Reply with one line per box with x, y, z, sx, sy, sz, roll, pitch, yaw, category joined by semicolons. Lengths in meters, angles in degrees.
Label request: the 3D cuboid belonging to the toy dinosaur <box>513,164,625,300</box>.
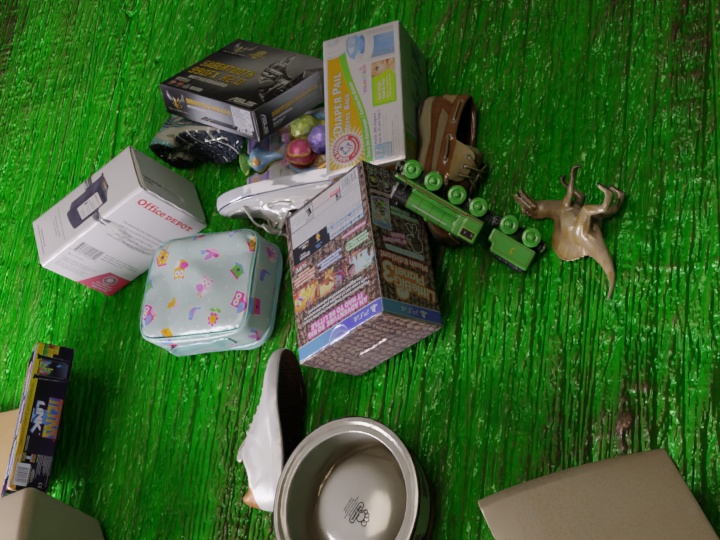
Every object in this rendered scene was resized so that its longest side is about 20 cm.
0.257;-0.051;1.344;0.102;0.058;0.200;-60;42;19;toy dinosaur

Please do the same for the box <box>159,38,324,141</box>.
-0.155;-0.253;1.649;0.199;0.049;0.158;22;46;39;box

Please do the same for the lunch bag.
-0.203;0.035;1.603;0.198;0.077;0.162;-8;69;32;lunch bag

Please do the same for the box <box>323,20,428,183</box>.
0.022;-0.196;1.515;0.111;0.101;0.202;-12;65;21;box

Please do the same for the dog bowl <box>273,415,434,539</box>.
-0.001;0.274;1.371;0.198;0.074;0.202;-13;64;29;dog bowl

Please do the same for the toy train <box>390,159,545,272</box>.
0.121;-0.063;1.389;0.199;0.042;0.057;30;91;7;toy train

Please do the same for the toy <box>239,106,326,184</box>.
-0.083;-0.172;1.620;0.198;0.047;0.117;-15;66;30;toy

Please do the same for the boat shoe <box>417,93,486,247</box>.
0.113;-0.131;1.453;0.073;0.076;0.202;-13;66;27;boat shoe

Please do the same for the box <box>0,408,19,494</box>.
-0.585;0.303;1.796;0.198;0.021;0.165;-14;64;30;box

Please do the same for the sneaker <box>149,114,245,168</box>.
-0.229;-0.206;1.704;0.199;0.077;0.087;2;62;48;sneaker

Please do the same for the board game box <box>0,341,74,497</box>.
-0.452;0.216;1.664;0.165;0.056;0.202;143;137;-67;board game box

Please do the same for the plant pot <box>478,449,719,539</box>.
0.253;0.282;1.118;0.176;0.200;0.201;-32;56;7;plant pot

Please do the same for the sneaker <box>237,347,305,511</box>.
-0.119;0.197;1.482;0.084;0.073;0.202;-9;68;29;sneaker

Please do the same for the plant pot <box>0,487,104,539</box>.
-0.442;0.403;1.559;0.198;0.200;0.179;-24;49;25;plant pot

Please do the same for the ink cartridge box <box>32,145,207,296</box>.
-0.341;-0.067;1.696;0.199;0.144;0.085;-34;56;19;ink cartridge box

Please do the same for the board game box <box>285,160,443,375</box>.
0.000;0.000;1.436;0.159;0.096;0.202;-33;54;42;board game box

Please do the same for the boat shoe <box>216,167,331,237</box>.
-0.099;-0.076;1.585;0.200;0.074;0.087;-10;82;20;boat shoe
